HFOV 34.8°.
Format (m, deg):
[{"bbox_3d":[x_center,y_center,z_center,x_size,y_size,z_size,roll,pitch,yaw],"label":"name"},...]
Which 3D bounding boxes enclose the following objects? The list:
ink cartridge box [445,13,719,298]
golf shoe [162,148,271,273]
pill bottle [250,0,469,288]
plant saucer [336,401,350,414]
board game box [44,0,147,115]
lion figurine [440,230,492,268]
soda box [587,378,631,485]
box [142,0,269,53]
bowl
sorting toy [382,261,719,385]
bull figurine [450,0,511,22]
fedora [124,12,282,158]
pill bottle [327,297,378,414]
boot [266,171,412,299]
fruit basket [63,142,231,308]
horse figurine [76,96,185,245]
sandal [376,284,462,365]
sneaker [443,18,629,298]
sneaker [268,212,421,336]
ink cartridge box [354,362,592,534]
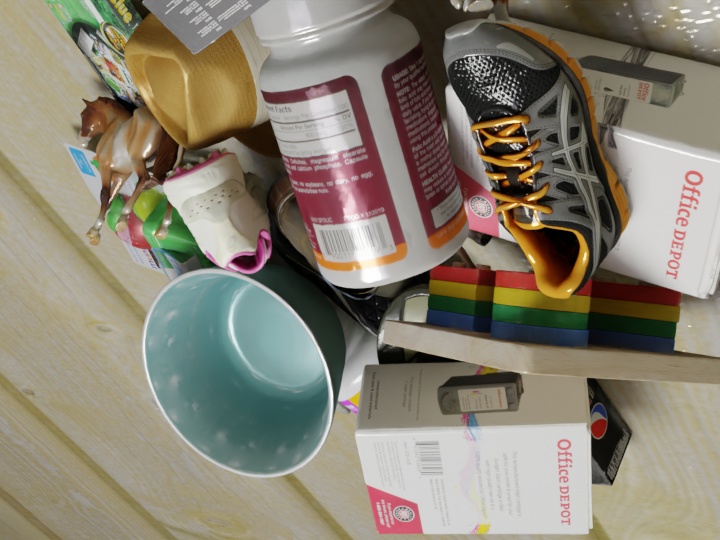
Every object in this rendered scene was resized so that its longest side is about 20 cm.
[{"bbox_3d":[0.166,-0.078,0.792,0.197,0.085,0.147,19,148,20],"label":"ink cartridge box"},{"bbox_3d":[-0.106,-0.035,0.933,0.093,0.074,0.200,64,-177,6],"label":"golf shoe"},{"bbox_3d":[-0.003,-0.102,0.773,0.113,0.114,0.203,0,117,39],"label":"pill bottle"},{"bbox_3d":[-0.085,0.083,1.228,0.198,0.051,0.200,32,172,5],"label":"plant saucer"},{"bbox_3d":[-0.214,-0.202,0.967,0.104,0.024,0.201,20,151,43],"label":"board game box"},{"bbox_3d":[0.023,-0.067,0.938,0.122,0.073,0.201,29,162,43],"label":"lion figurine"},{"bbox_3d":[0.180,0.120,1.084,0.070,0.064,0.201,-3,136,41],"label":"soda box"},{"bbox_3d":[-0.029,-0.227,0.667,0.050,0.159,0.199,42,146,-22],"label":"box"},{"bbox_3d":[-0.091,0.076,1.056,0.197,0.105,0.204,10,114,23],"label":"bowl"},{"bbox_3d":[0.150,0.036,0.871,0.197,0.071,0.198,6,180,-28],"label":"sorting toy"},{"bbox_3d":[0.097,-0.218,0.636,0.064,0.124,0.200,3,163,-18],"label":"bull figurine"},{"bbox_3d":[-0.122,-0.153,0.872,0.200,0.081,0.202,41,154,25],"label":"fedora"},{"bbox_3d":[0.034,0.108,1.147,0.199,0.105,0.104,38,148,-14],"label":"pill bottle"},{"bbox_3d":[0.000,0.000,0.956,0.199,0.075,0.098,35,-162,-50],"label":"boot"},{"bbox_3d":[-0.197,-0.034,1.148,0.197,0.094,0.187,15,146,28],"label":"fruit basket"},{"bbox_3d":[-0.195,-0.093,0.985,0.049,0.135,0.199,17,168,-34],"label":"horse figurine"},{"bbox_3d":[0.064,0.093,1.062,0.078,0.058,0.203,-4,128,13],"label":"sandal"},{"bbox_3d":[0.107,-0.066,0.703,0.077,0.078,0.201,-3,135,43],"label":"sneaker"},{"bbox_3d":[-0.019,-0.010,1.081,0.200,0.072,0.083,43,170,-18],"label":"sneaker"},{"bbox_3d":[0.103,0.158,1.015,0.196,0.086,0.149,-3,131,8],"label":"ink cartridge box"}]
